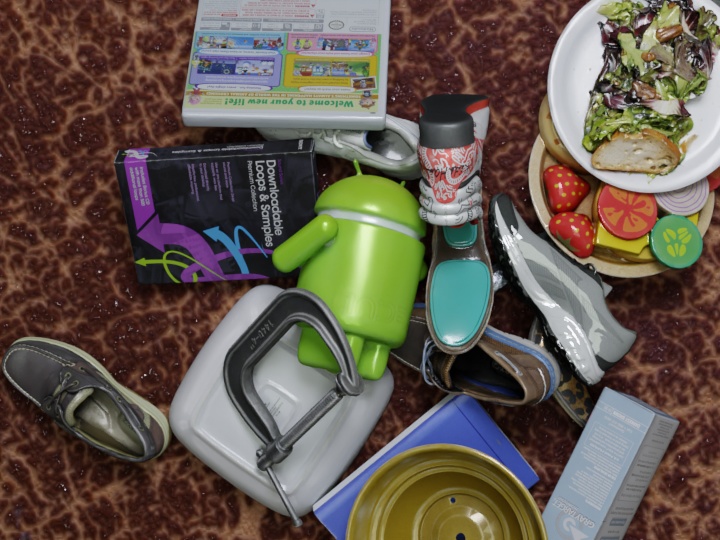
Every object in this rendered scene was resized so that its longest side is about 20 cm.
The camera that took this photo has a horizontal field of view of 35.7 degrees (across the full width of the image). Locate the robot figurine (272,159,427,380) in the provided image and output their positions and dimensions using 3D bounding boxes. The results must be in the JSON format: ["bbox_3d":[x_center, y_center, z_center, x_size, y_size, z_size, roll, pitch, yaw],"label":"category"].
[{"bbox_3d":[0.000,0.000,1.081,0.115,0.175,0.203,5,80,40],"label":"robot figurine"}]

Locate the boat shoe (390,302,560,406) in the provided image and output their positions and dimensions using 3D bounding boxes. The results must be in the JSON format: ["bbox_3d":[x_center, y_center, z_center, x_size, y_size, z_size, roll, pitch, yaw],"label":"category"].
[{"bbox_3d":[0.095,0.082,1.101,0.198,0.072,0.073,13,108,30],"label":"boat shoe"}]

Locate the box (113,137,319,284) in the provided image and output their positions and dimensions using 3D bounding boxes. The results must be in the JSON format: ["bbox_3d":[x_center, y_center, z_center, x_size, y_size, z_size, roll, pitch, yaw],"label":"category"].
[{"bbox_3d":[-0.137,-0.057,1.128,0.197,0.036,0.145,-4,121,2],"label":"box"}]

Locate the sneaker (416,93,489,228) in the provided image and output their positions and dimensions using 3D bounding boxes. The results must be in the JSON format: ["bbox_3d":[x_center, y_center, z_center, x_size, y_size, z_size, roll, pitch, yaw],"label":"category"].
[{"bbox_3d":[0.088,-0.106,1.078,0.066,0.202,0.110,1,108,9],"label":"sneaker"}]

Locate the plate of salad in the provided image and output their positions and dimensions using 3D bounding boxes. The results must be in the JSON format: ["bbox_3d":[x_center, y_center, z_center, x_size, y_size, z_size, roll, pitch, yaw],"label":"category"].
[{"bbox_3d":[0.277,-0.176,1.061,0.197,0.048,0.203,0,89,3],"label":"plate of salad"}]

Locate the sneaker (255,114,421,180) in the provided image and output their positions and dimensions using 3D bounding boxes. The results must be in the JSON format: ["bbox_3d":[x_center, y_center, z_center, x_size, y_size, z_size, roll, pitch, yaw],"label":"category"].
[{"bbox_3d":[-0.019,-0.145,1.125,0.197,0.087,0.076,13,94,4],"label":"sneaker"}]

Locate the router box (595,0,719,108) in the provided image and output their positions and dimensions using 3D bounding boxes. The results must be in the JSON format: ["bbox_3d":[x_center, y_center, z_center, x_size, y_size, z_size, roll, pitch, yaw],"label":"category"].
[{"bbox_3d":[0.348,-0.246,1.114,0.198,0.062,0.151,28,94,2],"label":"router box"}]

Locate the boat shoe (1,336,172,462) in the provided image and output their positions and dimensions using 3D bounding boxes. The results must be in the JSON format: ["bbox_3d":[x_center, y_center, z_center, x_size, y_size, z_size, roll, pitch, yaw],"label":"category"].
[{"bbox_3d":[-0.288,0.132,1.159,0.198,0.065,0.074,28,95,3],"label":"boat shoe"}]

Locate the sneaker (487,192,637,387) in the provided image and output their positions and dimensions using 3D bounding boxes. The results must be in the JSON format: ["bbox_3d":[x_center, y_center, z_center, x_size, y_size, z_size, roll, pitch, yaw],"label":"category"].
[{"bbox_3d":[0.187,0.009,1.070,0.079,0.074,0.201,-33,84,-1],"label":"sneaker"}]

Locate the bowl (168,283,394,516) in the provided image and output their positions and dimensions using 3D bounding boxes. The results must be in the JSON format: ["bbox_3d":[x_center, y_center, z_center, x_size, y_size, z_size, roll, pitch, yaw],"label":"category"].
[{"bbox_3d":[-0.087,0.138,1.146,0.199,0.075,0.201,35,95,2],"label":"bowl"}]

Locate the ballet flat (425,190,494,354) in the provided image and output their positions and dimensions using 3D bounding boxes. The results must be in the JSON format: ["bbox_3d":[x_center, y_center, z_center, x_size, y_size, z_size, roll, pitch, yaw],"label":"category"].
[{"bbox_3d":[0.099,-0.003,1.106,0.067,0.067,0.203,4,65,4],"label":"ballet flat"}]

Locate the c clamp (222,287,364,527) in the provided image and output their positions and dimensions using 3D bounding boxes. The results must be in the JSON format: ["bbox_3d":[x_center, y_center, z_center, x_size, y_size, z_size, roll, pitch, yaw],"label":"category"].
[{"bbox_3d":[-0.059,0.120,1.055,0.171,0.027,0.201,51,129,17],"label":"c clamp"}]

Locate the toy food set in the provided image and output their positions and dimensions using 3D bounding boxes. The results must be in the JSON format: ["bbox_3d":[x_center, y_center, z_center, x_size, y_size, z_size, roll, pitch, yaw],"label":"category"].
[{"bbox_3d":[0.263,-0.092,1.106,0.195,0.049,0.203,12,73,-3],"label":"toy food set"}]

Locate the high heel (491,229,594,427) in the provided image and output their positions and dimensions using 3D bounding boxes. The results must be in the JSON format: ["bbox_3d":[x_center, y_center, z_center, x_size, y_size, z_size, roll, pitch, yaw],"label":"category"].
[{"bbox_3d":[0.227,0.049,1.129,0.142,0.071,0.202,-31,88,1],"label":"high heel"}]

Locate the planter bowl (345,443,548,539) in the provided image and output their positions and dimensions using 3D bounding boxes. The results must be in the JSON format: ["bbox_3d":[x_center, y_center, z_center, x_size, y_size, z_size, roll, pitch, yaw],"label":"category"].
[{"bbox_3d":[0.090,0.266,1.087,0.197,0.083,0.204,-1,87,17],"label":"planter bowl"}]

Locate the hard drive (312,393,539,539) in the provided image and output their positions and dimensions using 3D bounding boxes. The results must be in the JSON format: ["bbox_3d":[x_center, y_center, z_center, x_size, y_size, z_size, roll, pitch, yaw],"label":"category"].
[{"bbox_3d":[0.068,0.228,1.147,0.199,0.025,0.132,-39,107,3],"label":"hard drive"}]

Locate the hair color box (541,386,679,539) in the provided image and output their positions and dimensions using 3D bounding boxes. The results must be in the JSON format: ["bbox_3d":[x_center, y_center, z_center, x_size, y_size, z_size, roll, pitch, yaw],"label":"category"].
[{"bbox_3d":[0.237,0.223,1.111,0.060,0.099,0.202,27,93,32],"label":"hair color box"}]

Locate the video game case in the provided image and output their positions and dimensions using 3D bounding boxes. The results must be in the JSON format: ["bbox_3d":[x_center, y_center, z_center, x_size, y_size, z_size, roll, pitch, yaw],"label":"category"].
[{"bbox_3d":[-0.070,-0.220,1.115,0.197,0.022,0.184,2,61,3],"label":"video game case"}]
